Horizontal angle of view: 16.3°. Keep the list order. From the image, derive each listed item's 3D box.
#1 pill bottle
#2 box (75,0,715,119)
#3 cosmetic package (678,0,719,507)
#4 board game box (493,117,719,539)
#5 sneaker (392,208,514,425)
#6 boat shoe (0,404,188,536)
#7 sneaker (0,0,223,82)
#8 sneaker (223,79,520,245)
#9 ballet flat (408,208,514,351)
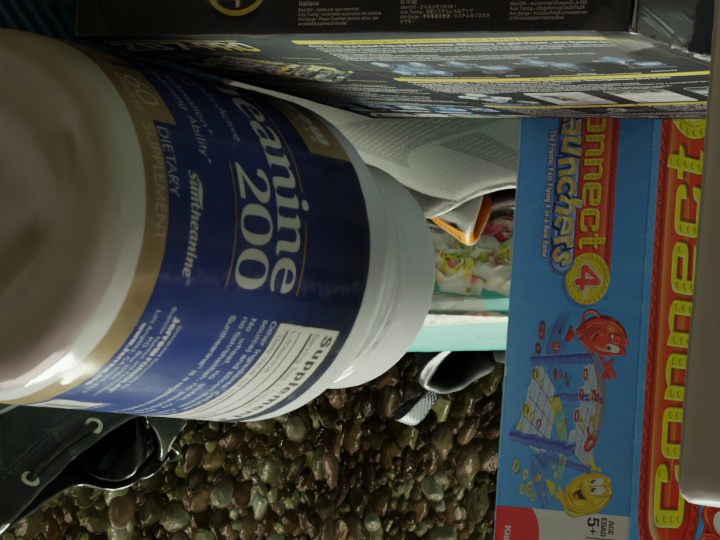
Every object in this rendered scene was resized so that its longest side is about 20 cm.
[{"bbox_3d":[-0.060,-0.008,0.815,0.111,0.112,0.200,2,176,33],"label":"pill bottle"},{"bbox_3d":[0.039,-0.077,0.759,0.199,0.049,0.161,3,178,37],"label":"box"},{"bbox_3d":[0.204,-0.016,0.577,0.199,0.166,0.164,2,176,44],"label":"cosmetic package"},{"bbox_3d":[0.131,0.016,0.905,0.056,0.201,0.195,1,175,39],"label":"board game box"},{"bbox_3d":[0.027,-0.002,1.125,0.077,0.141,0.200,9,-177,-39],"label":"sneaker"},{"bbox_3d":[-0.103,0.060,0.989,0.069,0.057,0.200,-44,166,30],"label":"boat shoe"},{"bbox_3d":[-0.153,-0.073,0.877,0.199,0.077,0.081,9,176,-25],"label":"sneaker"},{"bbox_3d":[0.010,-0.053,0.944,0.199,0.080,0.074,6,176,13],"label":"sneaker"},{"bbox_3d":[0.000,0.000,0.986,0.199,0.064,0.076,0,160,-12],"label":"ballet flat"}]
